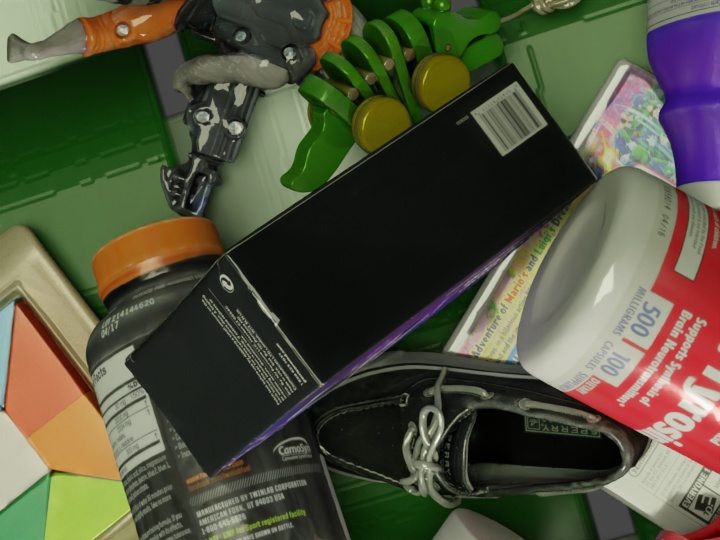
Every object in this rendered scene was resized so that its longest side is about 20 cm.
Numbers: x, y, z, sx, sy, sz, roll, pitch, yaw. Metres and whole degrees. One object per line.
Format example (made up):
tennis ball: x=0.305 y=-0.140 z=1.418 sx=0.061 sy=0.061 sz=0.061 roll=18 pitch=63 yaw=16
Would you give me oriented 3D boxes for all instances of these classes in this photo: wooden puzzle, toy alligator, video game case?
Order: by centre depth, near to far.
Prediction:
toy alligator: x=0.031 y=-0.114 z=0.991 sx=0.200 sy=0.059 sz=0.054 roll=-37 pitch=119 yaw=-16
video game case: x=0.163 y=0.020 z=1.017 sx=0.181 sy=0.024 sz=0.201 roll=32 pitch=97 yaw=8
wooden puzzle: x=-0.202 y=0.105 z=1.074 sx=0.185 sy=0.037 sz=0.200 roll=-38 pitch=84 yaw=9

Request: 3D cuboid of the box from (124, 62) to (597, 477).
box: x=0.000 y=0.000 z=0.937 sx=0.200 sy=0.141 sz=0.079 roll=-35 pitch=89 yaw=-34

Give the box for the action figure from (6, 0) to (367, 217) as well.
action figure: x=-0.083 y=-0.118 z=1.008 sx=0.192 sy=0.105 sz=0.201 roll=10 pitch=98 yaw=-19

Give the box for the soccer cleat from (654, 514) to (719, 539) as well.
soccer cleat: x=0.144 y=0.172 z=0.951 sx=0.199 sy=0.068 sz=0.074 roll=-28 pitch=100 yaw=-26

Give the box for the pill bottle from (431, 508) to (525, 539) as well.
pill bottle: x=0.031 y=0.231 z=0.997 sx=0.113 sy=0.113 sz=0.201 roll=34 pitch=97 yaw=8

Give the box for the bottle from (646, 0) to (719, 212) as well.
bottle: x=0.184 y=-0.127 z=0.970 sx=0.065 sy=0.083 sz=0.202 roll=6 pitch=82 yaw=-31

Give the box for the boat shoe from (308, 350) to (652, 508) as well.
boat shoe: x=0.051 y=0.089 z=0.997 sx=0.198 sy=0.068 sz=0.074 roll=4 pitch=110 yaw=21

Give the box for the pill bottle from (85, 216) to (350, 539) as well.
pill bottle: x=-0.081 y=0.075 z=1.009 sx=0.106 sy=0.106 sz=0.201 roll=-21 pitch=75 yaw=10

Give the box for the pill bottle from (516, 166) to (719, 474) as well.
pill bottle: x=0.185 y=0.042 z=0.933 sx=0.199 sy=0.112 sz=0.113 roll=27 pitch=95 yaw=-8
